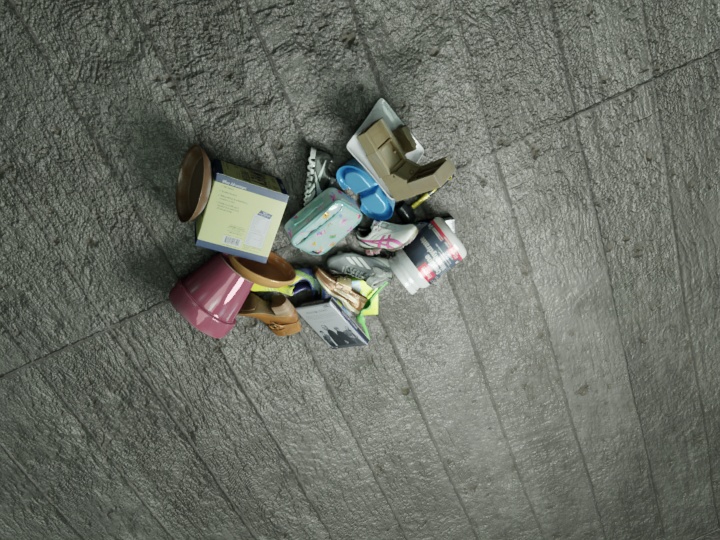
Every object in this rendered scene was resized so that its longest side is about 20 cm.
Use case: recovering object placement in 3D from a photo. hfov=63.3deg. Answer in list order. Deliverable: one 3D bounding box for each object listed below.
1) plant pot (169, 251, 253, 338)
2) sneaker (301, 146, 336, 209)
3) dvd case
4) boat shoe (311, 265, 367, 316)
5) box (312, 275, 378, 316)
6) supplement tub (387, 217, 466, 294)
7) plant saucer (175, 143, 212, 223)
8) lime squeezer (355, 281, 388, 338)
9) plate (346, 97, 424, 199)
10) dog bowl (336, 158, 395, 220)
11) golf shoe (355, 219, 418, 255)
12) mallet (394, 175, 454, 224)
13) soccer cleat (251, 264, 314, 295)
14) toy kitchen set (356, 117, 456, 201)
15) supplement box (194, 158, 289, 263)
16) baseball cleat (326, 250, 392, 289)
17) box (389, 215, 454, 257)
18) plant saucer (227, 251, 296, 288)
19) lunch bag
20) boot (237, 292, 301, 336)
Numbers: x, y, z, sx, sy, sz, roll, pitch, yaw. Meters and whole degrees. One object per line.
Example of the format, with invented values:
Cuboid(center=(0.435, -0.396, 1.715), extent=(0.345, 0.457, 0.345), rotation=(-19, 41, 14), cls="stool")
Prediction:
Cuboid(center=(-0.395, 0.056, 1.618), extent=(0.200, 0.200, 0.179), rotation=(41, 95, -23), cls="plant pot")
Cuboid(center=(-0.113, -0.234, 1.608), extent=(0.089, 0.067, 0.203), rotation=(6, 110, -9), cls="sneaker")
Cuboid(center=(-0.085, 0.161, 1.744), extent=(0.149, 0.025, 0.201), rotation=(-11, 129, 39), cls="dvd case")
Cuboid(center=(-0.058, 0.047, 1.695), extent=(0.074, 0.076, 0.200), rotation=(-46, 119, 2), cls="boat shoe")
Cuboid(center=(-0.045, 0.078, 1.770), extent=(0.197, 0.048, 0.124), rotation=(-5, 114, -9), cls="box")
Cuboid(center=(0.189, -0.041, 1.665), extent=(0.199, 0.141, 0.141), rotation=(-39, 115, 7), cls="supplement tub")
Cuboid(center=(-0.424, -0.220, 1.497), extent=(0.036, 0.200, 0.203), rotation=(9, 114, -35), cls="plant saucer")
Cuboid(center=(0.026, 0.122, 1.757), extent=(0.070, 0.038, 0.203), rotation=(11, 110, -17), cls="lime squeezer")
Cuboid(center=(0.065, -0.325, 1.574), extent=(0.200, 0.032, 0.201), rotation=(45, 62, -24), cls="plate")
Cuboid(center=(0.021, -0.228, 1.619), extent=(0.111, 0.050, 0.200), rotation=(-15, 127, 47), cls="dog bowl")
Cuboid(center=(0.069, -0.102, 1.650), extent=(0.198, 0.073, 0.093), rotation=(-13, 124, 38), cls="golf shoe")
Cuboid(center=(0.195, -0.207, 1.696), extent=(0.198, 0.041, 0.066), rotation=(-32, 114, 0), cls="mallet")
Cuboid(center=(-0.229, 0.038, 1.692), extent=(0.197, 0.085, 0.065), rotation=(-9, 149, -7), cls="soccer cleat")
Cuboid(center=(0.136, -0.320, 1.497), extent=(0.163, 0.179, 0.201), rotation=(-46, 111, -31), cls="toy kitchen set")
Cuboid(center=(-0.320, -0.158, 1.557), extent=(0.197, 0.135, 0.202), rotation=(15, 110, -23), cls="supplement box")
Cuboid(center=(0.000, 0.000, 1.709), extent=(0.197, 0.108, 0.070), rotation=(0, 142, -9), cls="baseball cleat")
Cuboid(center=(0.184, -0.079, 1.746), extent=(0.197, 0.038, 0.139), rotation=(-9, 115, -6), cls="box")
Cuboid(center=(-0.273, -0.009, 1.605), extent=(0.198, 0.201, 0.038), rotation=(21, 110, -18), cls="plant saucer")
Cuboid(center=(-0.105, -0.130, 1.605), extent=(0.199, 0.078, 0.160), rotation=(-40, 152, 17), cls="lunch bag")
Cuboid(center=(-0.281, 0.141, 1.744), extent=(0.197, 0.074, 0.156), rotation=(0, 142, 17), cls="boot")
